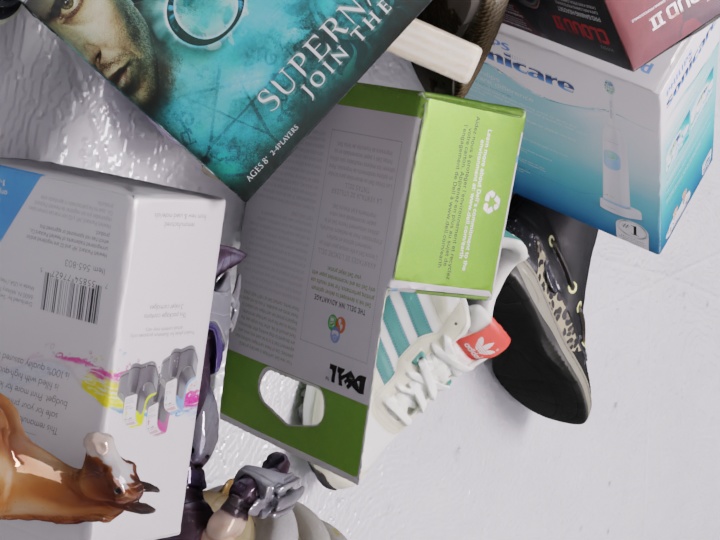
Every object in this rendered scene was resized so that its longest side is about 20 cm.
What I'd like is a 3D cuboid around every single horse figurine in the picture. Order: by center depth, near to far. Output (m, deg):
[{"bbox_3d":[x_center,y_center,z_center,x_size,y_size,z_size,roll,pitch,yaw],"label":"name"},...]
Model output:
[{"bbox_3d":[-0.200,0.082,0.676,0.199,0.050,0.133,-25,126,2],"label":"horse figurine"}]

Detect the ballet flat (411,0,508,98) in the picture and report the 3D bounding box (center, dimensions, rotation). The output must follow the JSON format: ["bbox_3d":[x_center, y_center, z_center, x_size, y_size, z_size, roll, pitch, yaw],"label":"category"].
[{"bbox_3d":[0.056,-0.140,0.884,0.046,0.068,0.200,-27,170,-10],"label":"ballet flat"}]

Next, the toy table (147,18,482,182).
[{"bbox_3d":[-0.040,-0.143,0.789,0.183,0.117,0.201,8,103,-19],"label":"toy table"}]

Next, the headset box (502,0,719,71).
[{"bbox_3d":[0.102,-0.198,0.843,0.075,0.149,0.201,-33,118,-10],"label":"headset box"}]

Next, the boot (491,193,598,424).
[{"bbox_3d":[0.147,0.003,1.190,0.154,0.073,0.204,-61,144,-27],"label":"boot"}]

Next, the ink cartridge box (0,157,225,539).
[{"bbox_3d":[-0.138,0.055,0.762,0.068,0.115,0.201,-1,102,-56],"label":"ink cartridge box"}]

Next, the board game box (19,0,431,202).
[{"bbox_3d":[-0.032,-0.147,0.709,0.135,0.028,0.200,41,94,-24],"label":"board game box"}]

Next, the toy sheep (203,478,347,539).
[{"bbox_3d":[-0.053,0.193,0.910,0.138,0.137,0.200,-53,133,-31],"label":"toy sheep"}]

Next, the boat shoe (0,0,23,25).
[{"bbox_3d":[-0.153,-0.204,0.707,0.074,0.062,0.201,-9,109,-55],"label":"boat shoe"}]

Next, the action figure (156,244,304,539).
[{"bbox_3d":[-0.093,0.088,0.823,0.069,0.129,0.201,25,61,-74],"label":"action figure"}]

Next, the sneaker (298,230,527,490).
[{"bbox_3d":[0.037,0.048,1.027,0.200,0.093,0.070,-63,142,-21],"label":"sneaker"}]

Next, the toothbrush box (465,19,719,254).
[{"bbox_3d":[0.139,-0.113,1.027,0.086,0.146,0.200,-58,158,-17],"label":"toothbrush box"}]

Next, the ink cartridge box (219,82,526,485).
[{"bbox_3d":[0.000,0.000,0.901,0.075,0.148,0.201,5,97,-37],"label":"ink cartridge box"}]
